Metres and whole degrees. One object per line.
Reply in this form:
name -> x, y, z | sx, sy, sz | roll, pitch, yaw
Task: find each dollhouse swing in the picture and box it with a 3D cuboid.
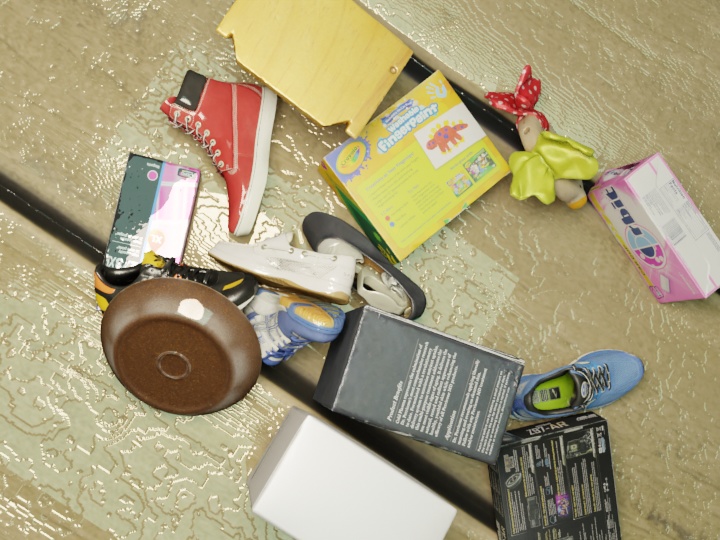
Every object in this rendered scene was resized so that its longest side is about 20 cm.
dollhouse swing -> -0.060, -0.273, 0.984 | 0.199, 0.176, 0.183 | 35, 81, -11

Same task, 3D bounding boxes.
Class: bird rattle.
bird rattle -> 0.240, -0.162, 1.056 | 0.112, 0.202, 0.163 | -36, 133, 19

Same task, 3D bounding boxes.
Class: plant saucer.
plant saucer -> -0.217, 0.103, 0.933 | 0.197, 0.037, 0.203 | 2, 121, 4

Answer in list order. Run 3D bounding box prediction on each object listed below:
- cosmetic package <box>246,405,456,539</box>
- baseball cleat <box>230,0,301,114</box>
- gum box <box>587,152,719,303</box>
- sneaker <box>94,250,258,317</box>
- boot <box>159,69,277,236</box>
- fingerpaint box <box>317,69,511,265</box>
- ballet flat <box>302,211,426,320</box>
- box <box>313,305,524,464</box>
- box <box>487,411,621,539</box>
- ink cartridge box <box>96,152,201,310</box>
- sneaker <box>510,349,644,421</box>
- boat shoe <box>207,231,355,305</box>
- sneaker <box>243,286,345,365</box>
cosmetic package -> -0.020, 0.265, 0.928 | 0.198, 0.200, 0.124 | 33, 80, -5
baseball cleat -> -0.092, -0.283, 1.046 | 0.106, 0.070, 0.202 | -15, 68, -46
gum box -> 0.404, -0.058, 1.075 | 0.066, 0.113, 0.201 | -35, 91, -11
sneaker -> -0.224, 0.017, 0.944 | 0.196, 0.070, 0.091 | -10, 118, 4
boot -> -0.188, -0.148, 0.997 | 0.142, 0.072, 0.204 | 9, 75, -20
fingerpaint box -> 0.070, -0.134, 1.047 | 0.199, 0.073, 0.168 | -39, 92, -11
ballet flat -> 0.000, 0.000, 1.014 | 0.199, 0.073, 0.073 | 39, 80, -1
box -> 0.060, 0.134, 0.947 | 0.194, 0.200, 0.126 | 21, 81, -6
box -> 0.254, 0.302, 1.030 | 0.157, 0.044, 0.204 | -11, 98, -10
ink cartridge box -> -0.269, -0.040, 1.002 | 0.093, 0.037, 0.204 | 12, 84, -9
sneaker -> 0.293, 0.158, 1.048 | 0.197, 0.089, 0.080 | -16, 88, -11
boat shoe -> -0.095, -0.014, 0.988 | 0.197, 0.071, 0.070 | 15, 80, 17
sneaker -> -0.084, 0.075, 0.948 | 0.074, 0.199, 0.090 | 13, 89, -31
